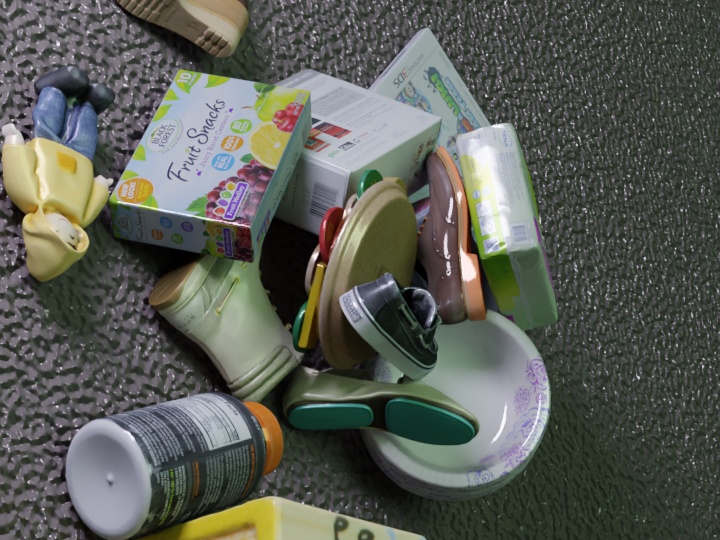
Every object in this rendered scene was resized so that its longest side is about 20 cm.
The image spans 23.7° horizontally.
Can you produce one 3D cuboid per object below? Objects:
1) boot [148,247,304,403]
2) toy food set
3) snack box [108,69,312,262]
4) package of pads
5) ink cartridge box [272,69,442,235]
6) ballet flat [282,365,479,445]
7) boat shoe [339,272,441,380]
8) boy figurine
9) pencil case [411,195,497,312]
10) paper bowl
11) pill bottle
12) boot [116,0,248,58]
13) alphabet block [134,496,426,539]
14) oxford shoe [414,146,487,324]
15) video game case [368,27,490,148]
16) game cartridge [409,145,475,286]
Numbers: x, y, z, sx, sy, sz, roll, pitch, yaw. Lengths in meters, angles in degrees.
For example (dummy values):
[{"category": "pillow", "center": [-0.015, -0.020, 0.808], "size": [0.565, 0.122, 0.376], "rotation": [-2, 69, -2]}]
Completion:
[{"category": "boot", "center": [-0.107, 0.021, 1.685], "size": [0.155, 0.072, 0.200], "rotation": [52, 45, -19]}, {"category": "toy food set", "center": [0.000, 0.000, 1.696], "size": [0.198, 0.048, 0.201], "rotation": [2, 103, -67]}, {"category": "snack box", "center": [-0.141, -0.104, 1.652], "size": [0.053, 0.141, 0.201], "rotation": [87, 17, -45]}, {"category": "package of pads", "center": [0.154, -0.045, 1.787], "size": [0.200, 0.068, 0.155], "rotation": [65, 13, -63]}, {"category": "ink cartridge box", "center": [-0.040, -0.126, 1.806], "size": [0.200, 0.175, 0.084], "rotation": [-34, 141, -52]}, {"category": "ballet flat", "center": [0.022, 0.128, 1.718], "size": [0.199, 0.070, 0.070], "rotation": [7, 57, 0]}, {"category": "boat shoe", "center": [0.046, 0.049, 1.660], "size": [0.072, 0.068, 0.200], "rotation": [62, 10, 28]}, {"category": "boy figurine", "center": [-0.274, -0.086, 1.541], "size": [0.124, 0.064, 0.201], "rotation": [36, 44, -39]}, {"category": "pencil case", "center": [0.100, 0.014, 1.886], "size": [0.090, 0.083, 0.201], "rotation": [-33, 102, -18]}, {"category": "paper bowl", "center": [0.095, 0.142, 1.801], "size": [0.199, 0.104, 0.202], "rotation": [1, 70, -3]}, {"category": "pill bottle", "center": [-0.156, 0.167, 1.521], "size": [0.199, 0.106, 0.107], "rotation": [-9, 79, -52]}, {"category": "boot", "center": [-0.195, -0.322, 1.774], "size": [0.200, 0.072, 0.167], "rotation": [38, 34, -31]}, {"category": "alphabet block", "center": [-0.068, 0.322, 1.480], "size": [0.199, 0.196, 0.197], "rotation": [21, 55, -44]}, {"category": "oxford shoe", "center": [0.082, -0.038, 1.790], "size": [0.071, 0.072, 0.201], "rotation": [69, 11, -62]}, {"category": "video game case", "center": [0.095, -0.170, 2.072], "size": [0.201, 0.024, 0.182], "rotation": [56, 39, -16]}, {"category": "game cartridge", "center": [0.092, -0.061, 1.979], "size": [0.200, 0.041, 0.134], "rotation": [-41, 102, -42]}]
